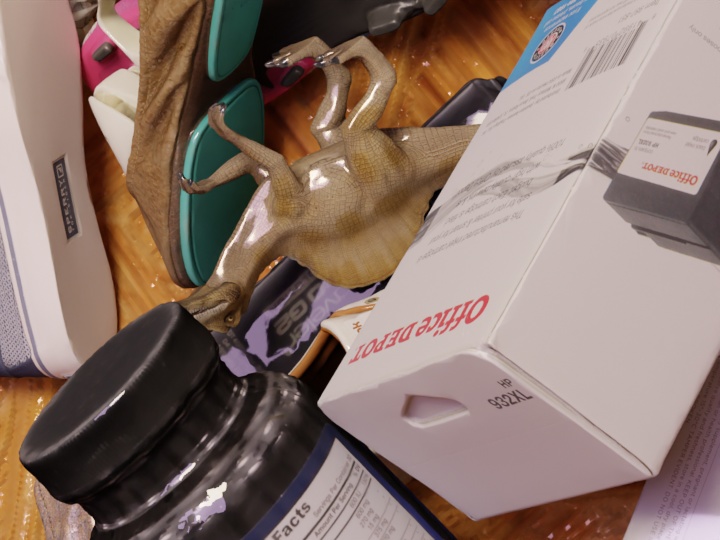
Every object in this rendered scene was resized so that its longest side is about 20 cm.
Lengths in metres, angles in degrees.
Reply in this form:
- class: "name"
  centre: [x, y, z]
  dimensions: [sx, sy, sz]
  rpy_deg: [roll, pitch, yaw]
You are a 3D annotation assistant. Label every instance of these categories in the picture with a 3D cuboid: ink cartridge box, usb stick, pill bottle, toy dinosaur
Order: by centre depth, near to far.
- class: "ink cartridge box"
  centre: [0.087, -0.017, 1.105]
  dimensions: [0.084, 0.145, 0.200]
  rpy_deg: [37, 67, -14]
- class: "pill bottle"
  centre: [-0.032, 0.111, 1.149]
  dimensions: [0.112, 0.112, 0.200]
  rpy_deg: [-41, 104, 10]
- class: "toy dinosaur"
  centre: [0.001, -0.045, 1.220]
  dimensions: [0.200, 0.058, 0.101]
  rpy_deg: [-26, 107, -3]
- class: "usb stick"
  centre: [0.000, 0.000, 1.260]
  dimensions: [0.200, 0.033, 0.055]
  rpy_deg: [-43, 74, 9]

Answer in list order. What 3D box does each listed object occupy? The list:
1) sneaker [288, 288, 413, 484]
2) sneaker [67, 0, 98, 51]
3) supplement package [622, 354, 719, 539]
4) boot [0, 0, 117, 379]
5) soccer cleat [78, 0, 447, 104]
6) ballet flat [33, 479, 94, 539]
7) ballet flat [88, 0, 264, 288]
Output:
- class: "sneaker"
  centre: [0.040, 0.029, 1.206]
  dimensions: [0.200, 0.085, 0.073]
  rpy_deg: [-38, 63, 9]
- class: "sneaker"
  centre: [-0.134, -0.127, 1.337]
  dimensions: [0.200, 0.076, 0.092]
  rpy_deg: [-27, 76, 24]
- class: "supplement package"
  centre: [0.214, 0.101, 1.087]
  dimensions: [0.200, 0.121, 0.120]
  rpy_deg: [20, 85, 28]
- class: "boot"
  centre: [-0.169, -0.048, 1.296]
  dimensions: [0.090, 0.073, 0.201]
  rpy_deg: [-4, 99, 23]
- class: "soccer cleat"
  centre: [-0.030, -0.124, 1.293]
  dimensions: [0.200, 0.070, 0.086]
  rpy_deg: [-19, 36, 30]
- class: "ballet flat"
  centre: [-0.100, 0.162, 1.255]
  dimensions: [0.067, 0.068, 0.201]
  rpy_deg: [-27, 61, 37]
- class: "ballet flat"
  centre: [-0.078, -0.084, 1.245]
  dimensions: [0.072, 0.200, 0.068]
  rpy_deg: [26, 46, 21]
